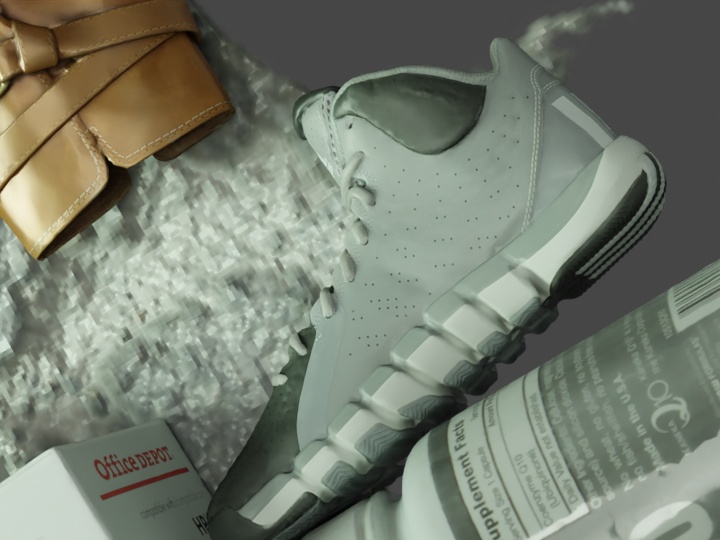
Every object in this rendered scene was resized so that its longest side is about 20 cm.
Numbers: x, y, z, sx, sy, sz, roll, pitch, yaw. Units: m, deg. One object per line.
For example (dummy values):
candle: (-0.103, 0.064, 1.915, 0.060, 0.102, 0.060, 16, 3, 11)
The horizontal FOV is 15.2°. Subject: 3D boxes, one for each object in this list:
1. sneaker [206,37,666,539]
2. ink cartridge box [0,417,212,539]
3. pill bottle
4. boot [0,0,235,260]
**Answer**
sneaker: (0.000, 0.000, 0.933, 0.200, 0.075, 0.116, -43, 77, 1)
ink cartridge box: (-0.080, 0.121, 0.928, 0.067, 0.116, 0.200, -34, 84, 13)
pill bottle: (0.085, 0.081, 0.886, 0.200, 0.114, 0.114, -32, 84, 14)
boot: (-0.155, -0.068, 0.971, 0.200, 0.077, 0.156, -33, 88, 6)
